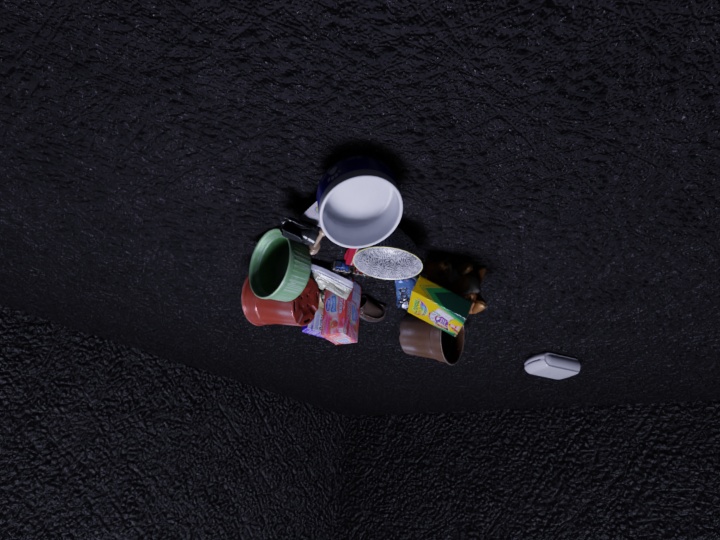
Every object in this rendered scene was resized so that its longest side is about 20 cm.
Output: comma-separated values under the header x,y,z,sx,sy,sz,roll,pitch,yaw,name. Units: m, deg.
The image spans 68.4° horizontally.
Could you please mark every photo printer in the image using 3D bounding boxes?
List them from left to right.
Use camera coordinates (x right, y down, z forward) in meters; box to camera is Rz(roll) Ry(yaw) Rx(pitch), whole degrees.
x,y,z,sx,sy,sz,roll,pitch,yaw,name
0.825,0.415,2.305,0.192,0.072,0.167,14,155,-14,photo printer

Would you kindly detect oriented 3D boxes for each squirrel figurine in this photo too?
x,y,z,sx,sy,sz,roll,pitch,yaw,name
0.260,0.046,1.597,0.181,0.146,0.199,23,150,-18,squirrel figurine

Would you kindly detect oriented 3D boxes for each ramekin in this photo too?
x,y,z,sx,sy,sz,roll,pitch,yaw,name
-0.231,-0.010,1.543,0.195,0.209,0.096,-15,156,41,ramekin

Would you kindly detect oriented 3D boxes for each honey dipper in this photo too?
x,y,z,sx,sy,sz,roll,pitch,yaw,name
-0.121,-0.087,1.490,0.036,0.040,0.200,12,165,-10,honey dipper

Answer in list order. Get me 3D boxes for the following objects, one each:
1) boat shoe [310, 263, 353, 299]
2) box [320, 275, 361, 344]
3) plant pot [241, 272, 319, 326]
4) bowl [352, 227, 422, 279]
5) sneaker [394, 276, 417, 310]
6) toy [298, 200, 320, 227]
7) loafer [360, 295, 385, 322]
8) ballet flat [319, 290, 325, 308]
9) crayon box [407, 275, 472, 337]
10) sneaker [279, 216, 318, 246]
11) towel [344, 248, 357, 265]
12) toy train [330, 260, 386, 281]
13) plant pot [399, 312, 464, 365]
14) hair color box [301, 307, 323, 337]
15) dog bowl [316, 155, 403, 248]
x,y,z,sx,sy,sz,roll,pitch,yaw,name
-0.117,0.031,1.710,0.193,0.064,0.072,23,171,-3,boat shoe
-0.063,0.133,1.787,0.092,0.208,0.102,-9,153,29,box
-0.244,0.088,1.696,0.189,0.208,0.201,7,159,32,plant pot
0.079,-0.060,1.464,0.192,0.098,0.202,7,156,3,bowl
0.152,0.074,1.737,0.075,0.093,0.201,-2,154,16,sneaker
-0.068,-0.162,1.342,0.112,0.049,0.198,21,158,-24,toy
0.014,0.132,1.919,0.194,0.076,0.071,18,155,-22,loafer
-0.090,0.124,1.944,0.196,0.073,0.070,27,149,-33,ballet flat
0.228,0.110,1.557,0.168,0.060,0.201,26,161,11,crayon box
-0.168,-0.109,1.412,0.101,0.062,0.200,21,-177,-14,sneaker
0.052,-0.045,1.594,0.191,0.023,0.146,9,153,-8,towel
0.000,0.000,1.689,0.191,0.035,0.046,10,154,-5,toy train
0.257,0.237,1.950,0.192,0.208,0.199,-3,155,36,plant pot
-0.125,0.204,2.071,0.194,0.114,0.064,19,152,-26,hair color box
-0.003,-0.154,1.209,0.191,0.081,0.205,-7,135,-7,dog bowl
